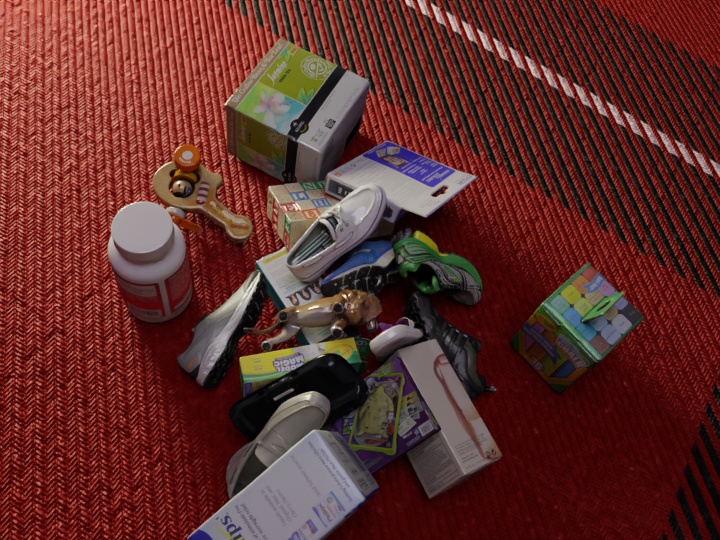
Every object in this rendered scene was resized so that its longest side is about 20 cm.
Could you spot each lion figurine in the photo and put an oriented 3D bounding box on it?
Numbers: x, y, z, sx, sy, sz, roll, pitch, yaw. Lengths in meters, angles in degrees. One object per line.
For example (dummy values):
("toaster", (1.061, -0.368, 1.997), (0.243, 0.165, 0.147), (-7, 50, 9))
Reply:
("lion figurine", (-0.067, 0.070, 1.022), (0.197, 0.123, 0.073), (-3, 100, 7))

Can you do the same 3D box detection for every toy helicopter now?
("toy helicopter", (-0.273, -0.110, 1.154), (0.199, 0.079, 0.133), (37, 62, 7))

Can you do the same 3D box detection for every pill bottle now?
("pill bottle", (-0.317, -0.011, 1.018), (0.111, 0.201, 0.113), (4, 60, -7))

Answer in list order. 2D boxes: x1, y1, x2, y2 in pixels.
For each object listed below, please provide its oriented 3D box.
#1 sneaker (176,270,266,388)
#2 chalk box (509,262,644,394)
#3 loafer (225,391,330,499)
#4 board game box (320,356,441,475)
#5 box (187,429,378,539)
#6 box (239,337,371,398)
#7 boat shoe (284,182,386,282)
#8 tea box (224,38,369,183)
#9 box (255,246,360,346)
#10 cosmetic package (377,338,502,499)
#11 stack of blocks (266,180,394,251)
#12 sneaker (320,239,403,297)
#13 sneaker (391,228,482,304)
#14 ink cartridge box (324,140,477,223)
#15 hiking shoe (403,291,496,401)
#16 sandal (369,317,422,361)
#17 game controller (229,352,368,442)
("sneaker", (-0.213, 0.080, 1.051), (0.079, 0.074, 0.201), (25, 68, 15))
("chalk box", (0.348, 0.086, 1.075), (0.124, 0.201, 0.124), (-35, 71, -25))
("loafer", (-0.113, 0.244, 0.924), (0.070, 0.200, 0.070), (36, 22, -17))
("board game box", (0.005, 0.230, 0.973), (0.199, 0.032, 0.121), (-36, 71, 14))
("box", (-0.087, 0.307, 0.859), (0.199, 0.184, 0.105), (-39, 75, -4))
("box", (-0.079, 0.159, 1.010), (0.197, 0.118, 0.049), (-11, 56, -15))
("boat shoe", (-0.037, -0.062, 1.064), (0.073, 0.067, 0.200), (41, 91, 23))
("tea box", (-0.117, -0.282, 1.241), (0.195, 0.134, 0.201), (26, 60, 6))
("box", (-0.089, 0.055, 1.106), (0.082, 0.049, 0.201), (-27, 69, -23))
("cosmetic package", (0.108, 0.219, 1.009), (0.087, 0.104, 0.201), (-11, 63, -38))
("stack of blocks", (-0.051, -0.103, 1.169), (0.198, 0.059, 0.115), (-10, 40, -24))
("sneaker", (0.000, 0.000, 1.131), (0.089, 0.079, 0.199), (24, 33, 33))
("sneaker", (0.126, 0.015, 1.116), (0.199, 0.078, 0.086), (27, 47, -31))
("ink cartridge box", (0.073, -0.149, 1.172), (0.199, 0.044, 0.198), (26, 39, 24))
("hiking shoe", (0.143, 0.123, 1.104), (0.100, 0.076, 0.202), (-13, 70, -29))
("sandal", (0.050, 0.096, 1.018), (0.082, 0.203, 0.050), (-28, 78, -1))
("game controller", (-0.089, 0.190, 0.960), (0.199, 0.105, 0.042), (-30, 22, 15))
